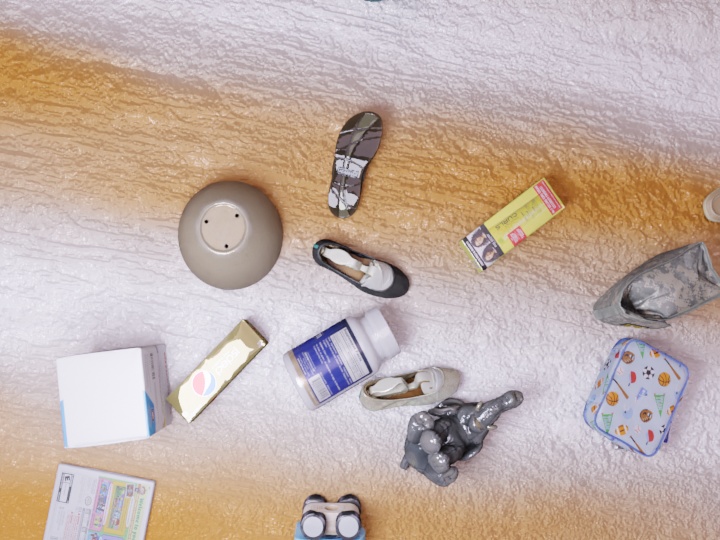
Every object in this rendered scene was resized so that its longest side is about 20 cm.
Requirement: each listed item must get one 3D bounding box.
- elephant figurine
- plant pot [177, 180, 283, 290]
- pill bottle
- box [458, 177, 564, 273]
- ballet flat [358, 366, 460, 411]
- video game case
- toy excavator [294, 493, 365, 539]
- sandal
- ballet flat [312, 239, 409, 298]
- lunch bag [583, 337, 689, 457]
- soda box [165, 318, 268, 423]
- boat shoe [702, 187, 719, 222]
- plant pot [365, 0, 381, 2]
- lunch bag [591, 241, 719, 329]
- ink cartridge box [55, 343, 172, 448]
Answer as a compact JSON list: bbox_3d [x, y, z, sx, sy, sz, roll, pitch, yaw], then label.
[{"bbox_3d":[0.182,0.291,1.522,0.198,0.154,0.144,-28,125,-29],"label":"elephant figurine"},{"bbox_3d":[-0.239,-0.070,1.511,0.195,0.134,0.206,0,87,-4],"label":"plant pot"},{"bbox_3d":[-0.032,0.156,1.518,0.197,0.116,0.118,-29,88,-5],"label":"pill bottle"},{"bbox_3d":[0.284,-0.084,1.581,0.198,0.050,0.076,-36,88,-5],"label":"box"},{"bbox_3d":[0.093,0.215,1.540,0.195,0.063,0.069,-15,55,-4],"label":"ballet flat"},{"bbox_3d":[-0.479,0.468,1.524,0.177,0.022,0.205,11,85,-2],"label":"video game case"},{"bbox_3d":[-0.087,0.518,1.512,0.189,0.100,0.206,1,95,-2],"label":"toy excavator"},{"bbox_3d":[-0.011,-0.199,1.575,0.080,0.055,0.205,14,100,4],"label":"sandal"},{"bbox_3d":[0.000,0.000,1.552,0.196,0.068,0.069,21,85,-2],"label":"ballet flat"},{"bbox_3d":[0.516,0.240,1.564,0.158,0.076,0.203,28,85,-3],"label":"lunch bag"},{"bbox_3d":[-0.258,0.181,1.528,0.064,0.068,0.200,43,85,1],"label":"soda box"},{"bbox_3d":[0.754,-0.142,1.601,0.195,0.065,0.074,-12,87,-4],"label":"boat shoe"},{"bbox_3d":[0.049,-0.615,1.538,0.195,0.200,0.201,-15,95,-4],"label":"plant pot"},{"bbox_3d":[0.532,0.044,1.529,0.197,0.164,0.120,-25,85,-4],"label":"lunch bag"},{"bbox_3d":[-0.419,0.211,1.452,0.142,0.200,0.151,-7,87,-2],"label":"ink cartridge box"}]
